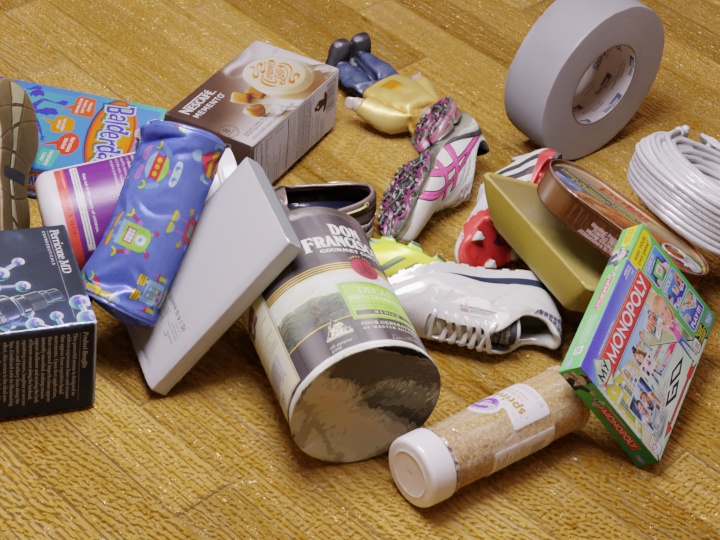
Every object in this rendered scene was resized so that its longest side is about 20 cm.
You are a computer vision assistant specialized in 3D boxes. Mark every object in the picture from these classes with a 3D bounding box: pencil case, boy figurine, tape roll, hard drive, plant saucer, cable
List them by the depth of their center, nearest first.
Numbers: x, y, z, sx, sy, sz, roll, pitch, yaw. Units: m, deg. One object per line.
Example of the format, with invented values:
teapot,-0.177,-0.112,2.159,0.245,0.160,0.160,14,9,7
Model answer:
pencil case,-0.199,-0.050,1.592,0.087,0.078,0.201,20,83,2
hard drive,-0.146,0.005,1.594,0.026,0.200,0.132,29,23,-41
plant saucer,0.233,-0.013,1.752,0.199,0.049,0.200,10,32,-42
cable,0.383,-0.080,1.841,0.200,0.069,0.200,42,26,27
tape roll,0.259,-0.229,1.941,0.200,0.201,0.066,-24,49,-34
boy figurine,0.040,-0.203,1.973,0.124,0.065,0.200,-19,44,-35

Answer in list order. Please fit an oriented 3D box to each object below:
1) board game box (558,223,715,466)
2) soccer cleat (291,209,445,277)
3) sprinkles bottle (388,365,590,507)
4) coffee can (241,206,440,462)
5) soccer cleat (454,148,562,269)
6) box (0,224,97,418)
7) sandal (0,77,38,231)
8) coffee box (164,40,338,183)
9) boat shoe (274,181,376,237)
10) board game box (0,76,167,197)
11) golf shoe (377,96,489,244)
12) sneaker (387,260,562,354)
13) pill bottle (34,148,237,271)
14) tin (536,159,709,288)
board game box,0.270,0.070,1.625,0.135,0.029,0.200,49,48,-22
soccer cleat,0.000,0.000,1.734,0.199,0.065,0.084,15,78,-8
sprinkles bottle,0.121,0.152,1.556,0.200,0.068,0.068,-21,48,-33
coffee can,-0.027,0.059,1.576,0.146,0.147,0.200,-8,43,-20
soccer cleat,0.153,-0.064,1.833,0.085,0.069,0.200,2,41,46
box,-0.355,0.052,1.547,0.199,0.107,0.149,-7,41,-20
sandal,-0.373,-0.107,1.726,0.054,0.080,0.201,-8,70,18
coffee box,-0.120,-0.168,1.879,0.114,0.080,0.200,21,39,20
boat shoe,-0.080,-0.062,1.778,0.199,0.060,0.072,-1,40,-13
board game box,-0.324,-0.137,1.831,0.199,0.045,0.152,11,39,1
golf shoe,0.087,-0.097,1.845,0.092,0.073,0.200,41,55,-19
sneaker,0.106,0.044,1.682,0.199,0.077,0.081,-2,46,-14
pill bottle,-0.219,-0.063,1.686,0.199,0.113,0.113,-13,43,-10
tin,0.272,-0.044,1.757,0.200,0.042,0.112,38,27,12
